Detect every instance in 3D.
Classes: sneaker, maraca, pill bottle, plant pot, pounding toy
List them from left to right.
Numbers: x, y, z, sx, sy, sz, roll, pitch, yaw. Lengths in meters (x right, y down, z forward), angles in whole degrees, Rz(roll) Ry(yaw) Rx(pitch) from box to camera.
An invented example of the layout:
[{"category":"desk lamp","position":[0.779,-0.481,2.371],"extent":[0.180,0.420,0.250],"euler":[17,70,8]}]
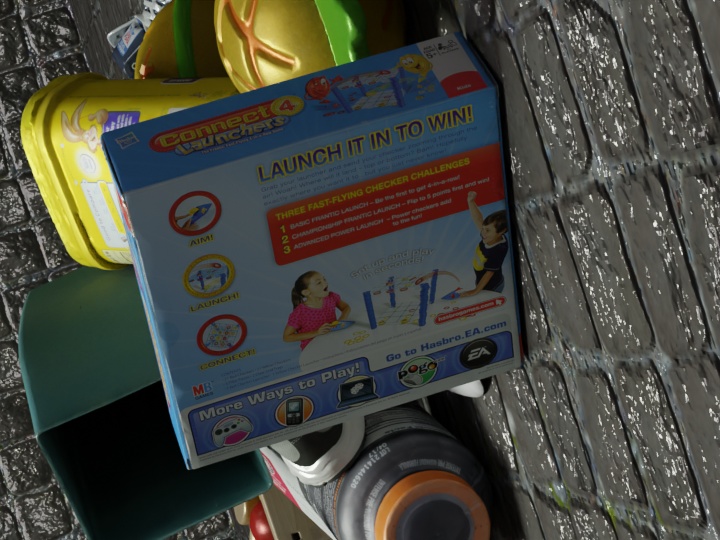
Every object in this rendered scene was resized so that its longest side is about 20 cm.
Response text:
[{"category":"plant pot","position":[-0.176,0.085,1.582],"extent":[0.200,0.141,0.142],"euler":[-121,9,-52]},{"category":"sneaker","position":[-0.167,-0.234,1.790],"extent":[0.070,0.108,0.201],"euler":[-121,17,-51]},{"category":"maraca","position":[-0.121,-0.162,1.644],"extent":[0.201,0.106,0.137],"euler":[-95,-7,-45]},{"category":"sneaker","position":[-0.062,0.057,1.399],"extent":[0.079,0.074,0.200],"euler":[40,-172,-39]},{"category":"pounding toy","position":[-0.065,0.218,1.914],"extent":[0.200,0.142,0.185],"euler":[97,154,-66]},{"category":"maraca","position":[-0.025,-0.141,1.176],"extent":[0.138,0.107,0.200],"euler":[65,170,1]},{"category":"pill bottle","position":[0.025,0.147,1.400],"extent":[0.200,0.106,0.107],"euler":[-142,36,-73]}]

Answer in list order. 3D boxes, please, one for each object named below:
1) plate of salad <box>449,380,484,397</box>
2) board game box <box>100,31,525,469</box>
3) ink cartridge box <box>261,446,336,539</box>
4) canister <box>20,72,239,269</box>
[{"category":"plate of salad","position":[-0.011,0.027,1.310],"extent":[0.200,0.048,0.200],"euler":[34,169,7]},{"category":"board game box","position":[-0.020,-0.008,1.116],"extent":[0.056,0.199,0.196],"euler":[-117,14,-49]},{"category":"ink cartridge box","position":[-0.041,0.090,1.570],"extent":[0.145,0.083,0.201],"euler":[37,155,49]},{"category":"canister","position":[-0.135,-0.070,1.521],"extent":[0.199,0.087,0.149],"euler":[3,124,40]}]
